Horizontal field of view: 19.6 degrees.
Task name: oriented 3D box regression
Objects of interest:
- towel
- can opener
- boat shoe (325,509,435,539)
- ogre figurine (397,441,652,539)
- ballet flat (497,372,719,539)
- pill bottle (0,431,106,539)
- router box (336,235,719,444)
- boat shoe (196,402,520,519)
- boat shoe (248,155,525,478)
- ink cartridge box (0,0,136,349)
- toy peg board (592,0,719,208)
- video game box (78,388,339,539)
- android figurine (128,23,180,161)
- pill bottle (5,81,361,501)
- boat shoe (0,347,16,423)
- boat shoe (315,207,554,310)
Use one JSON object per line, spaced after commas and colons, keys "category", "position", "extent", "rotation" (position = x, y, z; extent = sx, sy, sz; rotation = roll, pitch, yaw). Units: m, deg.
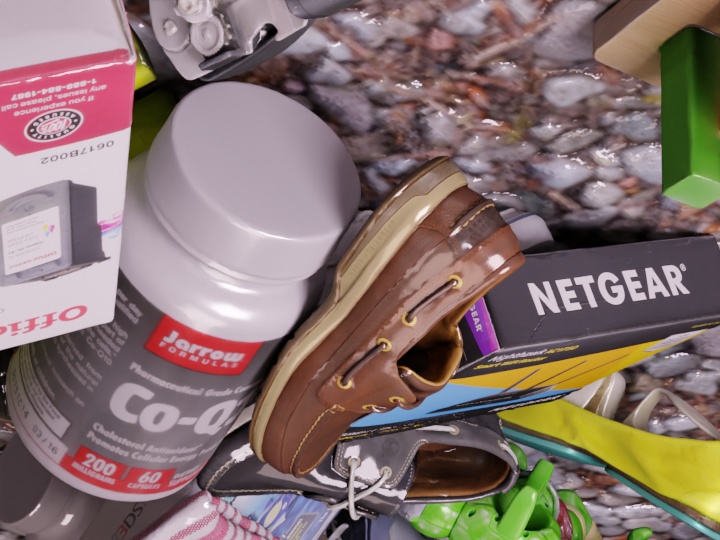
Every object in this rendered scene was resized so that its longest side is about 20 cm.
{"category": "towel", "position": [-0.108, 0.191, 1.146], "extent": [0.146, 0.030, 0.200], "rotation": [-38, 156, 0]}
{"category": "can opener", "position": [-0.012, -0.136, 0.891], "extent": [0.200, 0.053, 0.066], "rotation": [-21, 177, 38]}
{"category": "boat shoe", "position": [0.007, 0.180, 1.290], "extent": [0.068, 0.199, 0.074], "rotation": [-38, 118, 8]}
{"category": "ogre figurine", "position": [0.091, 0.152, 1.262], "extent": [0.098, 0.200, 0.120], "rotation": [-44, 176, 16]}
{"category": "ballet flat", "position": [0.153, 0.095, 1.236], "extent": [0.200, 0.067, 0.067], "rotation": [23, 179, 43]}
{"category": "pill bottle", "position": [-0.139, 0.162, 1.349], "extent": [0.111, 0.111, 0.200], "rotation": [-24, 141, 39]}
{"category": "router box", "position": [0.081, 0.036, 1.091], "extent": [0.200, 0.051, 0.149], "rotation": [-7, 163, -44]}
{"category": "boat shoe", "position": [0.000, 0.101, 1.137], "extent": [0.200, 0.068, 0.072], "rotation": [-2, 141, -36]}
{"category": "boat shoe", "position": [0.009, 0.037, 0.971], "extent": [0.068, 0.072, 0.200], "rotation": [41, 129, 11]}
{"category": "ink cartridge box", "position": [-0.174, -0.044, 0.851], "extent": [0.147, 0.086, 0.200], "rotation": [-14, 150, -17]}
{"category": "toy peg board", "position": [0.239, -0.082, 0.904], "extent": [0.200, 0.098, 0.199], "rotation": [19, 147, -26]}
{"category": "video game box", "position": [-0.083, 0.147, 1.223], "extent": [0.200, 0.047, 0.182], "rotation": [-55, 150, 15]}
{"category": "android figurine", "position": [-0.180, -0.045, 0.984], "extent": [0.200, 0.041, 0.182], "rotation": [-28, 152, 4]}
{"category": "pill bottle", "position": [-0.086, 0.012, 1.000], "extent": [0.114, 0.114, 0.200], "rotation": [16, 134, -22]}
{"category": "boat shoe", "position": [-0.206, 0.054, 1.203], "extent": [0.200, 0.076, 0.074], "rotation": [36, 163, -31]}
{"category": "boat shoe", "position": [0.000, 0.000, 1.093], "extent": [0.200, 0.065, 0.074], "rotation": [-21, 170, 4]}
